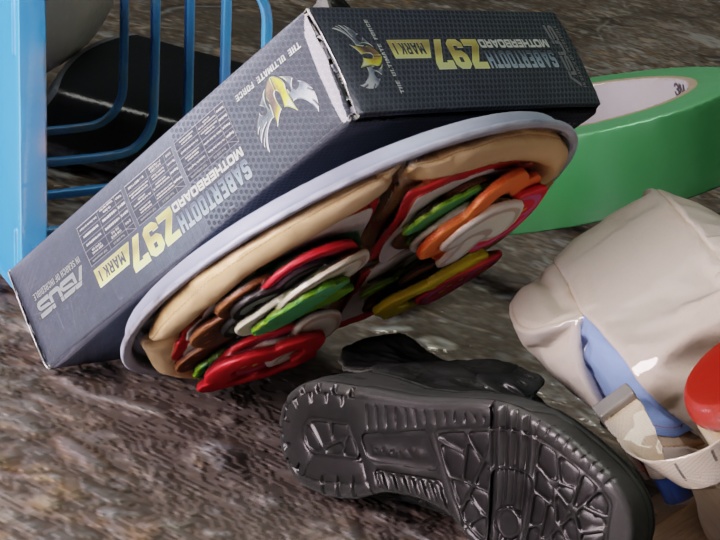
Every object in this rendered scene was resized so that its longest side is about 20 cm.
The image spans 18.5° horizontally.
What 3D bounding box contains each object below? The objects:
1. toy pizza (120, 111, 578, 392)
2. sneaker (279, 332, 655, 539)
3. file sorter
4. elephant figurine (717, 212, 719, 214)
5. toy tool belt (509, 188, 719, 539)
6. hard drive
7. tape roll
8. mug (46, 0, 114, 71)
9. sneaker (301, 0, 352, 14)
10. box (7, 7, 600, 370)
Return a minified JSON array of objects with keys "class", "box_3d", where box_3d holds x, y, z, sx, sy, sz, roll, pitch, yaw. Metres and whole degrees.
[{"class":"toy pizza","box_3d":[0.000,0.000,0.866,0.199,0.200,0.032,-9,69,-52]},{"class":"sneaker","box_3d":[0.049,0.064,0.831,0.199,0.061,0.104,13,13,42]},{"class":"file sorter","box_3d":[-0.134,-0.095,1.037,0.122,0.140,0.200,-7,24,-25]},{"class":"elephant figurine","box_3d":[0.269,-0.030,1.156,0.199,0.156,0.142,-21,55,-26]},{"class":"toy tool belt","box_3d":[0.145,0.053,0.845,0.123,0.124,0.200,55,0,-22]},{"class":"hard drive","box_3d":[-0.107,-0.091,1.250,0.134,0.043,0.200,15,17,4]},{"class":"tape roll","box_3d":[0.115,-0.067,1.209,0.198,0.049,0.201,-11,13,3]},{"class":"mug","box_3d":[-0.205,-0.202,1.211,0.146,0.202,0.175,4,7,-4]},{"class":"sneaker","box_3d":[-0.014,-0.049,1.132,0.078,0.090,0.201,39,25,-39]},{"class":"box","box_3d":[-0.023,-0.032,0.888,0.157,0.200,0.051,-6,65,-50]}]
